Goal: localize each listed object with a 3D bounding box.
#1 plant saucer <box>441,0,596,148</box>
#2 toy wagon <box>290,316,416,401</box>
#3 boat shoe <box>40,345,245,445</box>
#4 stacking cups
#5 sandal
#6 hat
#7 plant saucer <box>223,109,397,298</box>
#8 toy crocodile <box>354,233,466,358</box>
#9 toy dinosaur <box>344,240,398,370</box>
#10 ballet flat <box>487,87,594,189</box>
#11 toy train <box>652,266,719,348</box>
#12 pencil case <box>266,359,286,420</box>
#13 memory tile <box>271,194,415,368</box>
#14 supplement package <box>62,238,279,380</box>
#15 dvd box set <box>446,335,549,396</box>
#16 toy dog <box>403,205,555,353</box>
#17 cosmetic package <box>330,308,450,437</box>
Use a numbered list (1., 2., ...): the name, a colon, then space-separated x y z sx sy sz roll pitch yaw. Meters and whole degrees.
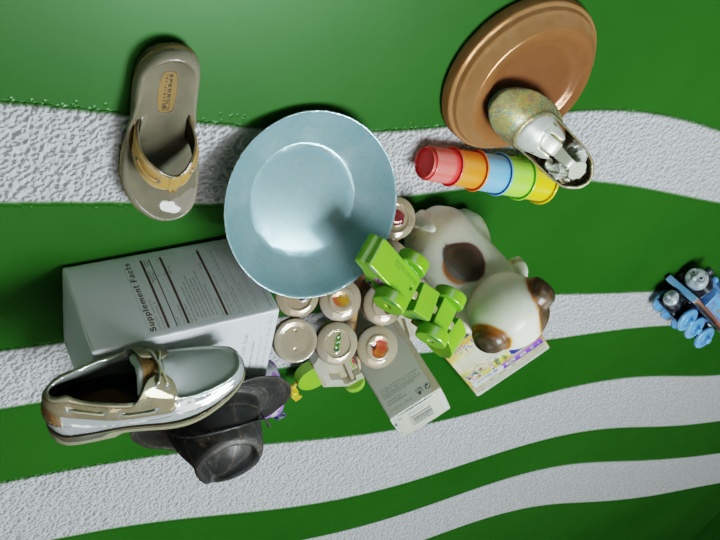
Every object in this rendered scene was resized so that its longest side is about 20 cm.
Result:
1. plant saucer: 0.186 -0.214 1.088 0.200 0.038 0.200 -20 142 -17
2. toy wagon: -0.015 0.111 1.319 0.200 0.040 0.155 -28 144 -6
3. boat shoe: -0.207 0.113 0.934 0.199 0.075 0.069 -18 147 -18
4. stacking cups: 0.153 -0.123 1.161 0.200 0.061 0.061 7 129 -38
5. sandal: -0.181 -0.117 0.904 0.080 0.054 0.200 -12 140 -27
6. hat: -0.160 0.194 1.095 0.200 0.081 0.201 -18 159 -7
7. plant saucer: -0.056 -0.071 1.025 0.200 0.039 0.202 -8 108 -26
8. toy crocodile: 0.058 0.031 1.076 0.200 0.062 0.068 42 65 -37
9. toy dinosaur: 0.000 0.000 1.117 0.200 0.106 0.060 -64 -174 -18
10. ballet flat: 0.216 -0.146 1.104 0.071 0.071 0.200 -43 144 15
11. toy train: 0.589 0.058 1.689 0.114 0.087 0.200 -49 140 7
12. pencil case: -0.193 0.162 1.213 0.199 0.084 0.085 -6 173 -31
13. memory tile: -0.018 0.008 1.084 0.153 0.017 0.201 7 91 -18
14. supplement package: -0.207 0.060 1.039 0.199 0.120 0.121 -12 141 -26
15. dvd box set: 0.208 0.115 1.502 0.146 0.029 0.200 -36 146 5
16. toy dog: 0.151 0.012 1.178 0.139 0.200 0.194 -35 147 -10
17. cosmetic package: 0.024 0.094 1.177 0.073 0.200 0.104 -31 157 -1
